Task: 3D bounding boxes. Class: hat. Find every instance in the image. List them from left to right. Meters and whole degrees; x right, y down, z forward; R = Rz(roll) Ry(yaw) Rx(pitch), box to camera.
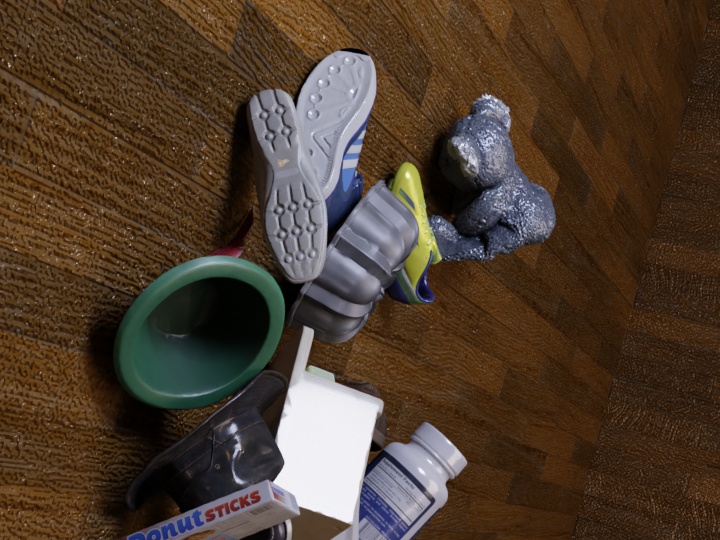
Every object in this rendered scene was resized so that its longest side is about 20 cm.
[{"bbox_3d":[-0.178,0.020,1.206,0.199,0.176,0.166,20,108,-44],"label":"hat"},{"bbox_3d":[-0.130,0.191,1.213,0.200,0.081,0.201,-39,166,-12],"label":"hat"}]

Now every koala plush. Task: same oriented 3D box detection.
[{"bbox_3d":[0.177,-0.134,1.758,0.177,0.183,0.201,-49,133,-47],"label":"koala plush"}]

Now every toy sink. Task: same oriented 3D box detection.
[{"bbox_3d":[-0.053,0.185,1.353,0.130,0.111,0.201,132,-25,-55],"label":"toy sink"}]

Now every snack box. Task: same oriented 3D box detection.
[{"bbox_3d":[-0.160,0.250,1.174,0.072,0.199,0.024,49,20,-62],"label":"snack box"}]

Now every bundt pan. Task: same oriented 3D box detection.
[{"bbox_3d":[0.000,0.000,1.421,0.202,0.076,0.202,-56,175,-8],"label":"bundt pan"}]

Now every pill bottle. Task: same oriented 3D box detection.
[{"bbox_3d":[0.046,0.302,1.664,0.200,0.111,0.111,-45,148,-11],"label":"pill bottle"}]

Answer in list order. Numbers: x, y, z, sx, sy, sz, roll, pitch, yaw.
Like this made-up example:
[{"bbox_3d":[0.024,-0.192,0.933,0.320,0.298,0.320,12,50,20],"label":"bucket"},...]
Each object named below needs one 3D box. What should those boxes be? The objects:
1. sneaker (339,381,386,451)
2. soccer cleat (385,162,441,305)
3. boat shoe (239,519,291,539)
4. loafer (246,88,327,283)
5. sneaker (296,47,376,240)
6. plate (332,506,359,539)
[{"bbox_3d":[-0.011,0.174,1.626,0.200,0.070,0.076,66,26,-62],"label":"sneaker"},{"bbox_3d":[0.073,-0.047,1.651,0.065,0.083,0.201,-40,137,-53],"label":"soccer cleat"},{"bbox_3d":[-0.146,0.291,1.249,0.063,0.200,0.073,-1,62,-49],"label":"boat shoe"},{"bbox_3d":[-0.072,-0.083,1.260,0.070,0.069,0.201,76,5,-79],"label":"loafer"},{"bbox_3d":[-0.030,-0.132,1.401,0.147,0.080,0.201,76,29,-65],"label":"sneaker"},{"bbox_3d":[-0.076,0.308,1.447,0.199,0.032,0.201,-17,125,-30],"label":"plate"}]
